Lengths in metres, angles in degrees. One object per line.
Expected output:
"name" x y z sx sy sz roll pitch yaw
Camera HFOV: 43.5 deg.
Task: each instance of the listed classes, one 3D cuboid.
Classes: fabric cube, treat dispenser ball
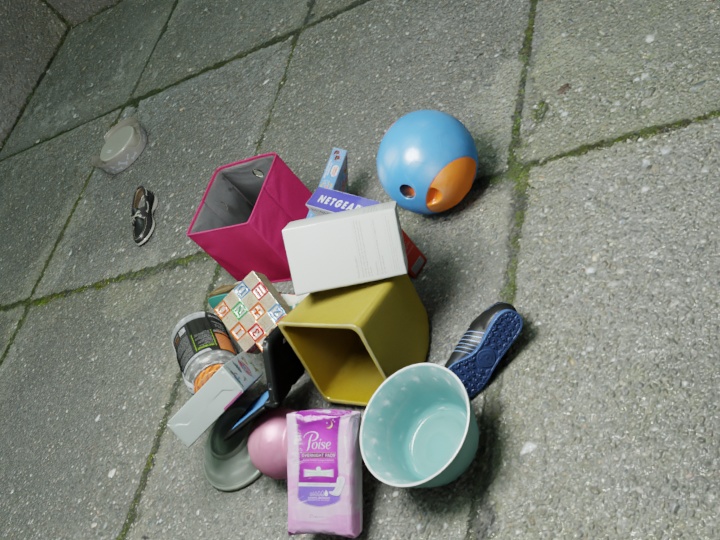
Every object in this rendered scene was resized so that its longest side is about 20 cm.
"fabric cube" -0.225 -0.109 1.999 0.195 0.199 0.202 -9 50 38
"treat dispenser ball" 0.131 -0.212 1.768 0.199 0.201 0.202 -24 42 24

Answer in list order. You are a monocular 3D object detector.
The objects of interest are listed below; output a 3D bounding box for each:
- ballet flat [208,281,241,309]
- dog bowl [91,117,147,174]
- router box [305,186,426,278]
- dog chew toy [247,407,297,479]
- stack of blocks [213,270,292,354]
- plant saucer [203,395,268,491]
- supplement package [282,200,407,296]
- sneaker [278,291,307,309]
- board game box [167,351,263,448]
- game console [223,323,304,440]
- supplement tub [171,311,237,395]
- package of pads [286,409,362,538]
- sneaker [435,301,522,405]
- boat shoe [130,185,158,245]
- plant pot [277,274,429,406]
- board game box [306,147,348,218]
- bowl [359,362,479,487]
"ballet flat" -0.254 0.049 2.001 0.199 0.068 0.073 -9 33 42
"dog bowl" -0.757 -0.389 2.852 0.199 0.059 0.202 -25 41 24
"router box" 0.010 -0.076 1.771 0.199 0.180 0.049 19 68 50
"dog chew toy" -0.099 0.303 1.576 0.198 0.125 0.126 -3 52 30
"stack of blocks" -0.185 0.115 1.787 0.115 0.059 0.200 -43 71 9
"plant saucer" -0.237 0.321 1.735 0.199 0.050 0.202 -24 42 23
"supplement package" -0.024 -0.041 1.568 0.197 0.118 0.117 -10 11 5
"sneaker" -0.122 0.095 1.839 0.198 0.070 0.095 -1 73 38
"board game box" -0.266 0.234 1.678 0.147 0.064 0.200 -44 1 5
"game console" -0.179 0.188 1.629 0.115 0.178 0.200 -5 11 11
"supplement tub" -0.316 0.186 1.872 0.122 0.123 0.200 -40 37 4
"package of pads" -0.056 0.328 1.464 0.119 0.076 0.203 -2 83 15
"sneaker" 0.193 0.138 1.510 0.200 0.070 0.078 -49 13 6
"boat shoe" -0.607 -0.154 2.498 0.073 0.060 0.201 -24 42 24
"plant pot" 0.014 0.103 1.607 0.193 0.197 0.200 -1 39 42
"board game box" -0.070 -0.137 1.930 0.036 0.152 0.202 13 59 9
"bowl" 0.108 0.260 1.424 0.199 0.105 0.203 -22 49 27
